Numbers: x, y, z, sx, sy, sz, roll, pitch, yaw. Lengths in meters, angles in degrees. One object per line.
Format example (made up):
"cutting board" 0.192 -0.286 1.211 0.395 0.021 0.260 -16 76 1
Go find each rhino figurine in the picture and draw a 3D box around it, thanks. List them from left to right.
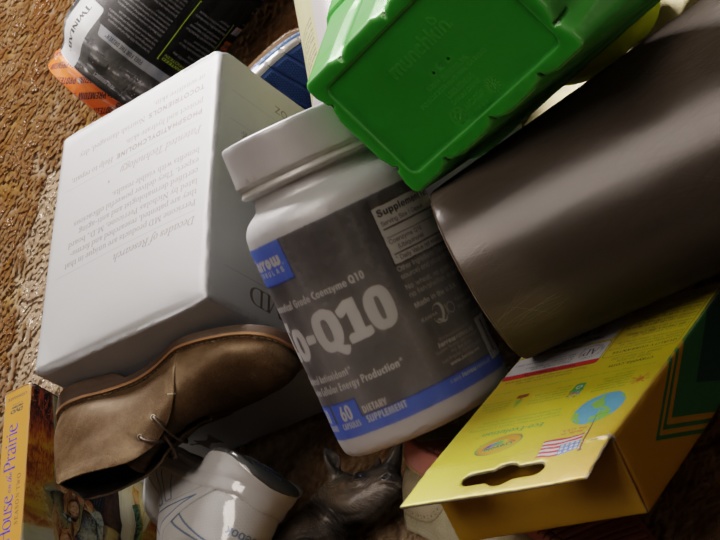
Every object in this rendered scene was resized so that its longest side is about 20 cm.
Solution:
"rhino figurine" -0.031 0.188 1.225 0.200 0.060 0.087 -58 29 -6

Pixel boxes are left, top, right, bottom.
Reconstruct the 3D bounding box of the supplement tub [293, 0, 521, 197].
"supplement tub" 0.033 -0.147 1.313 0.145 0.145 0.200 -33 45 26

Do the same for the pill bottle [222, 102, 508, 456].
"pill bottle" 0.000 0.000 1.164 0.114 0.114 0.200 -24 92 33

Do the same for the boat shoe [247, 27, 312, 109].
"boat shoe" -0.098 -0.114 1.483 0.200 0.072 0.072 -49 39 10

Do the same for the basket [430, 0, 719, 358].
"basket" 0.152 -0.046 1.098 0.200 0.136 0.180 -31 29 11

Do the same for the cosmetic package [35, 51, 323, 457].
"cosmetic package" -0.103 -0.006 1.342 0.166 0.167 0.200 -24 50 34

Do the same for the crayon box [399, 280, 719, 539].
"crayon box" 0.122 0.085 1.064 0.127 0.051 0.200 -15 19 39

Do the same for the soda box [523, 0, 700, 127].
"soda box" 0.160 -0.099 1.216 0.200 0.064 0.068 -57 39 1

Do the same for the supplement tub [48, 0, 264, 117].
"supplement tub" -0.157 -0.216 1.572 0.200 0.122 0.123 -51 40 6

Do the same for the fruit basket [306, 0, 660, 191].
"fruit basket" 0.090 -0.159 1.118 0.216 0.155 0.216 -46 7 7

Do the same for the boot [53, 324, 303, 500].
"boot" -0.118 0.095 1.242 0.200 0.074 0.076 -24 42 29

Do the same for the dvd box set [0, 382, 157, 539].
"dvd box set" -0.188 0.192 1.315 0.029 0.146 0.200 -26 48 29

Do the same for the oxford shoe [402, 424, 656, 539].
"oxford shoe" 0.100 0.158 1.123 0.200 0.071 0.074 29 118 46

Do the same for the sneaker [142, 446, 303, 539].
"sneaker" -0.110 0.165 1.272 0.087 0.074 0.200 -64 15 -15
